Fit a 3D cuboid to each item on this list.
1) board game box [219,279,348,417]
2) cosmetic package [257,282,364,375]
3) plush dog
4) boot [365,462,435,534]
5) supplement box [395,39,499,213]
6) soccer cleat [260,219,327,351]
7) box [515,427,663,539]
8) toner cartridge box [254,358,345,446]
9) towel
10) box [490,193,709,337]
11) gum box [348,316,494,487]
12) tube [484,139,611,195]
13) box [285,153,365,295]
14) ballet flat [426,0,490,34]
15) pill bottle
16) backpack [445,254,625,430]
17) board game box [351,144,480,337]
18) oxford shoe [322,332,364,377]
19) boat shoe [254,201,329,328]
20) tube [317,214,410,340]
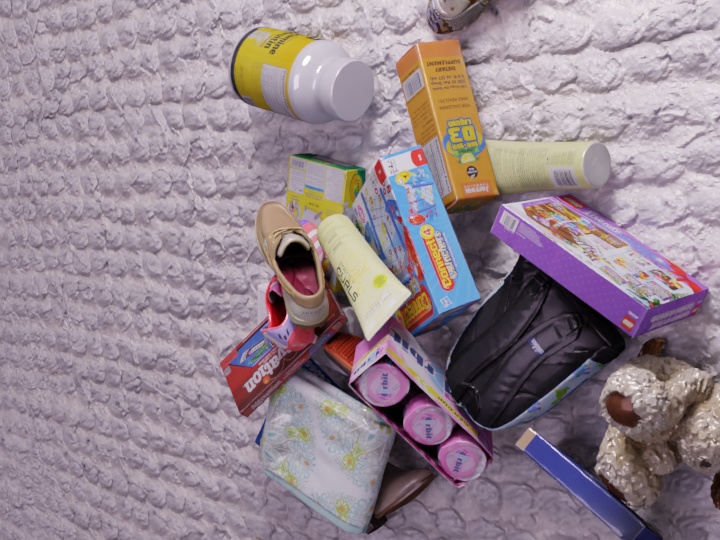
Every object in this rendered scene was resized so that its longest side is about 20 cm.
[{"bbox_3d":[-0.108,0.100,1.441,0.200,0.019,0.103,-44,45,13],"label":"board game box"},{"bbox_3d":[-0.068,0.080,1.519,0.199,0.050,0.083,20,116,41],"label":"cosmetic package"},{"bbox_3d":[0.349,0.157,1.084,0.171,0.161,0.201,20,141,26],"label":"plush dog"},{"bbox_3d":[0.011,0.276,1.469,0.200,0.070,0.147,-49,64,40],"label":"boot"},{"bbox_3d":[0.105,-0.172,1.263,0.069,0.066,0.202,-27,76,64],"label":"supplement box"},{"bbox_3d":[-0.092,0.012,1.405,0.066,0.076,0.202,-26,51,41],"label":"soccer cleat"},{"bbox_3d":[0.270,0.260,1.176,0.032,0.121,0.200,-49,59,2],"label":"box"},{"bbox_3d":[-0.088,0.223,1.541,0.095,0.043,0.201,42,137,16],"label":"toner cartridge box"},{"bbox_3d":[-0.052,0.243,1.433,0.199,0.048,0.173,27,118,29],"label":"towel"},{"bbox_3d":[0.255,-0.011,1.117,0.200,0.136,0.039,40,124,32],"label":"box"},{"bbox_3d":[0.080,0.163,1.283,0.066,0.114,0.200,-42,102,17],"label":"gum box"},{"bbox_3d":[0.199,-0.122,1.217,0.199,0.052,0.058,4,62,52],"label":"tube"},{"bbox_3d":[-0.054,-0.056,1.481,0.117,0.048,0.202,20,110,40],"label":"box"},{"bbox_3d":[0.131,-0.342,1.220,0.200,0.072,0.073,-28,79,45],"label":"ballet flat"},{"bbox_3d":[-0.079,-0.261,1.415,0.199,0.112,0.113,22,114,40],"label":"pill bottle"},{"bbox_3d":[0.191,0.098,1.215,0.200,0.153,0.163,-48,66,16],"label":"backpack"},{"bbox_3d":[0.063,-0.027,1.297,0.200,0.055,0.197,126,124,-73],"label":"board game box"},{"bbox_3d":[0.024,0.159,1.405,0.199,0.071,0.073,36,128,15],"label":"oxford shoe"},{"bbox_3d":[-0.086,-0.022,1.359,0.067,0.073,0.201,97,151,-53],"label":"boat shoe"},{"bbox_3d":[0.000,0.000,1.313,0.200,0.051,0.058,-122,29,-49],"label":"tube"}]
